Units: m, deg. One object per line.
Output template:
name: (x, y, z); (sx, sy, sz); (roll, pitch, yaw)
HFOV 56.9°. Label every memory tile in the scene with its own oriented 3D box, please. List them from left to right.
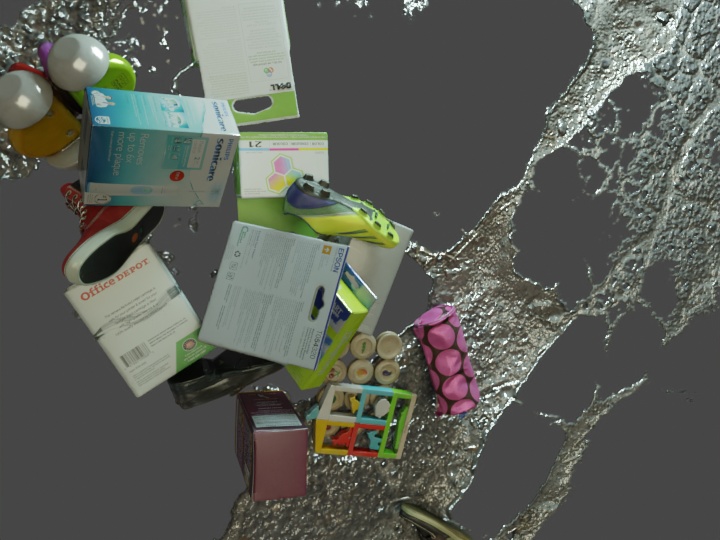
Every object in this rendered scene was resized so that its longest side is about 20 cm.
memory tile: (-0.004, 0.207, 1.202); (0.153, 0.017, 0.201); (3, 102, -19)

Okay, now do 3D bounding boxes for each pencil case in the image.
pencil case: (0.156, 0.167, 1.223); (0.093, 0.091, 0.201); (-19, 101, -8)

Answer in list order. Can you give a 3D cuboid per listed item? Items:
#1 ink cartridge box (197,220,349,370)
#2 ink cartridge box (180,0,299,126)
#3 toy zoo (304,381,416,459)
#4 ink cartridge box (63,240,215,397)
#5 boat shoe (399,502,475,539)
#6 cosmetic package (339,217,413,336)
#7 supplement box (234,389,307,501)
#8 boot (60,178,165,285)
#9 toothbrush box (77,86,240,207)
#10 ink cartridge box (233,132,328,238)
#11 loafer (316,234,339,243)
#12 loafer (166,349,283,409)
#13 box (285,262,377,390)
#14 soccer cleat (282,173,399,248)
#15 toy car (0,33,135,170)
ink cartridge box: (-0.130, 0.039, 1.021); (0.199, 0.043, 0.197); (13, 79, 13)
ink cartridge box: (-0.188, -0.332, 1.039); (0.147, 0.076, 0.201); (-12, 105, -16)
toy zoo: (-0.006, 0.271, 1.198); (0.199, 0.020, 0.132); (9, 101, -19)
ink cartridge box: (-0.344, 0.071, 1.048); (0.146, 0.083, 0.201); (-32, 106, -12)
boat shoe: (0.148, 0.512, 1.275); (0.200, 0.073, 0.065); (35, 81, -19)
cosmetic package: (0.000, 0.000, 1.149); (0.106, 0.090, 0.201); (23, 88, -19)
supplement box: (-0.149, 0.276, 1.078); (0.085, 0.200, 0.111); (0, 97, -18)
boot: (-0.398, -0.065, 0.961); (0.144, 0.200, 0.073); (21, 131, 6)
toothbrush box: (-0.291, -0.170, 0.951); (0.199, 0.086, 0.147); (-2, 141, -31)
ink cartridge box: (-0.129, -0.123, 1.093); (0.147, 0.076, 0.201); (-4, 98, -17)
loafer: (-0.116, -0.003, 1.107); (0.070, 0.075, 0.200); (44, 88, 11)
loafer: (-0.220, 0.177, 1.119); (0.199, 0.073, 0.073); (-12, 123, -13)
box: (-0.068, 0.080, 1.068); (0.048, 0.122, 0.200); (-3, 134, -48)
soccer cleat: (-0.031, -0.081, 1.067); (0.199, 0.065, 0.084); (26, 119, -18)
toy car: (-0.427, -0.257, 0.953); (0.200, 0.175, 0.150); (-37, 68, -6)
